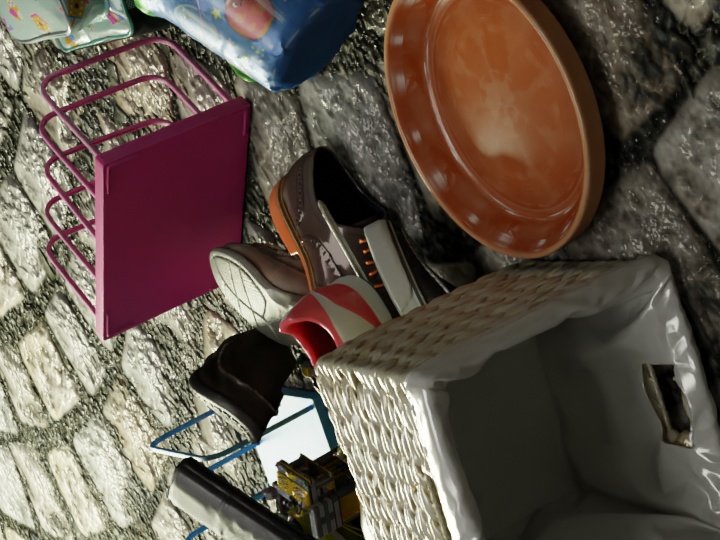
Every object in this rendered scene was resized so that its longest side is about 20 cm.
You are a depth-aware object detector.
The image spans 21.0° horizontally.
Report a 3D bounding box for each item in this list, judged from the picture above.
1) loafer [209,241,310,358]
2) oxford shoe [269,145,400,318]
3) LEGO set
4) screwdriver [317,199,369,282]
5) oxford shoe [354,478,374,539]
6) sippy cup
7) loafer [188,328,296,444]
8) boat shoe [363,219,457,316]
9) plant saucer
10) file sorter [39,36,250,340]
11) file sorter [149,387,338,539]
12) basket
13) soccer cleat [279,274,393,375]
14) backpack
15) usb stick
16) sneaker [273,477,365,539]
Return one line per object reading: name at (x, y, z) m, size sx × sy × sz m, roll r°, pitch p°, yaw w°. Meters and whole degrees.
loafer at (-0.047, 0.021, 1.547) m, size 0.200 × 0.063 × 0.072 m, roll 30°, pitch 142°, yaw 50°
oxford shoe at (0.000, 0.000, 1.440) m, size 0.201 × 0.071 × 0.073 m, roll 57°, pitch 145°, yaw 13°
LEGO set at (-0.002, 0.151, 1.510) m, size 0.200 × 0.116 × 0.154 m, roll 35°, pitch 140°, yaw 41°
screwdriver at (0.023, 0.036, 1.376) m, size 0.028 × 0.029 × 0.201 m, roll -96°, pitch -19°, yaw -82°
oxford shoe at (0.016, 0.152, 1.404) m, size 0.073 × 0.071 × 0.201 m, roll -27°, pitch 77°, yaw 55°
sippy cup at (-0.072, -0.199, 1.349) m, size 0.130 × 0.178 × 0.140 m, roll 44°, pitch 102°, yaw 13°
loafer at (-0.092, 0.080, 1.579) m, size 0.073 × 0.071 × 0.200 m, roll 42°, pitch -175°, yaw -11°
boat shoe at (0.073, 0.044, 1.364) m, size 0.201 × 0.063 × 0.071 m, roll 58°, pitch -177°, yaw 0°
plant saucer at (0.088, -0.106, 1.251) m, size 0.200 × 0.032 × 0.201 m, roll 37°, pitch 141°, yaw 38°
file sorter at (-0.187, -0.074, 1.612) m, size 0.125 × 0.139 × 0.201 m, roll 46°, pitch 146°, yaw 32°
file sorter at (-0.082, 0.218, 1.689) m, size 0.139 × 0.122 × 0.201 m, roll 3°, pitch 115°, yaw 58°
basket at (0.103, 0.113, 1.229) m, size 0.161 × 0.199 × 0.199 m, roll 3°, pitch 115°, yaw 59°
soccer cleat at (0.017, 0.100, 1.336) m, size 0.201 × 0.073 × 0.068 m, roll 59°, pitch 140°, yaw 8°
backpack at (-0.218, -0.274, 1.498) m, size 0.176 × 0.153 × 0.201 m, roll 4°, pitch 108°, yaw 63°
usb stick at (-0.071, 0.217, 1.562) m, size 0.199 × 0.033 × 0.056 m, roll 31°, pitch 140°, yaw 18°
sneaker at (0.020, 0.246, 1.602) m, size 0.200 × 0.085 × 0.074 m, roll 44°, pitch 144°, yaw -3°
